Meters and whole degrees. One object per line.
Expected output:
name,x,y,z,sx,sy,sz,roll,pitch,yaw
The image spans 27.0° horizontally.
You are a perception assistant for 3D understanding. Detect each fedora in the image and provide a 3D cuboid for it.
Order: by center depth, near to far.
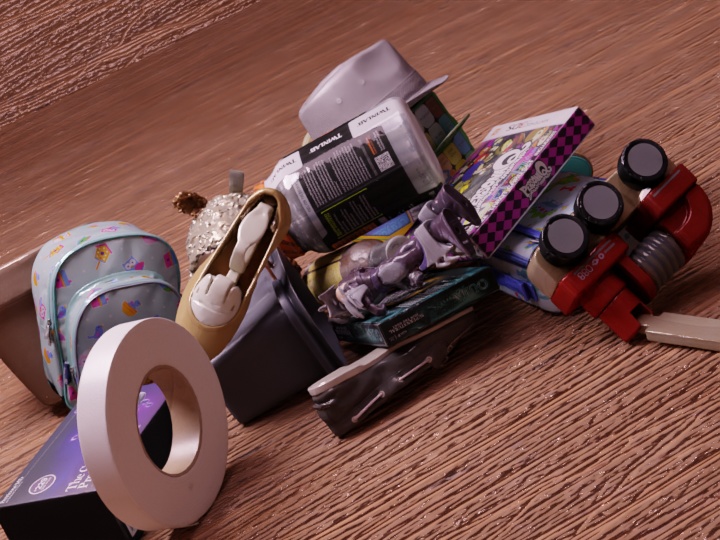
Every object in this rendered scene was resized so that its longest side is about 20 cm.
fedora,0.002,-0.212,1.821,0.199,0.091,0.177,-36,8,8

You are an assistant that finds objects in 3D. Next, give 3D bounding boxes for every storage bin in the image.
storage bin,-0.112,0.068,1.644,0.134,0.146,0.200,-34,21,1

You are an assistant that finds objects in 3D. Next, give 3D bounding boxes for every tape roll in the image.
tape roll,-0.195,0.148,1.440,0.037,0.204,0.203,-11,24,27

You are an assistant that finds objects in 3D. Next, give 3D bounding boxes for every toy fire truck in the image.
toy fire truck,0.283,-0.005,1.432,0.176,0.200,0.129,-42,-12,-16

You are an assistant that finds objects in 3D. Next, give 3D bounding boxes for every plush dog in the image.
plush dog,-0.155,-0.005,1.804,0.200,0.160,0.173,-39,38,27

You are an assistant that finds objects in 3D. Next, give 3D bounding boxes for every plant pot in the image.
plant pot,-0.376,0.061,1.833,0.199,0.176,0.200,-29,6,3

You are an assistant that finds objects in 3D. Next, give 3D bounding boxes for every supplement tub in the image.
supplement tub,-0.014,-0.100,1.704,0.199,0.123,0.123,-28,20,8

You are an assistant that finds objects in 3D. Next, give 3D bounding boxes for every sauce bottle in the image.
sauce bottle,0.000,0.000,1.701,0.065,0.065,0.200,-35,8,-27

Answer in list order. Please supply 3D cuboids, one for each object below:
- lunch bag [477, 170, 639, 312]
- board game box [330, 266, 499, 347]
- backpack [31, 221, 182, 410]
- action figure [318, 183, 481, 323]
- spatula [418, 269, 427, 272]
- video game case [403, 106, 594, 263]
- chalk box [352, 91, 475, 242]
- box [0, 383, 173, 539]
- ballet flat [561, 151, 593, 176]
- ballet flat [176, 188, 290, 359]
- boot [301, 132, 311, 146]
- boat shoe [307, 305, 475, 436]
lunch bag,0.212,-0.034,1.608,0.160,0.083,0.200,-33,22,-13
board game box,0.053,0.038,1.595,0.134,0.028,0.200,-27,6,-13
backpack,-0.280,0.048,1.709,0.174,0.202,0.153,-14,11,-22
action figure,0.035,0.001,1.534,0.200,0.069,0.130,-39,4,33
spatula,0.125,-0.020,1.741,0.198,0.021,0.057,-23,0,-8
video game case,0.143,-0.089,1.640,0.200,0.036,0.181,-50,17,-18
chalk box,0.063,-0.124,1.837,0.199,0.124,0.125,-30,11,43
box,-0.264,0.205,1.547,0.140,0.079,0.200,-16,22,26
ballet flat,0.181,-0.089,1.792,0.199,0.069,0.063,-25,7,-6
ballet flat,-0.135,0.000,1.547,0.063,0.068,0.201,105,-169,-75
boot,-0.013,-0.165,2.160,0.153,0.072,0.201,-15,28,24
boat shoe,0.039,0.100,1.523,0.199,0.057,0.067,-27,5,-21
